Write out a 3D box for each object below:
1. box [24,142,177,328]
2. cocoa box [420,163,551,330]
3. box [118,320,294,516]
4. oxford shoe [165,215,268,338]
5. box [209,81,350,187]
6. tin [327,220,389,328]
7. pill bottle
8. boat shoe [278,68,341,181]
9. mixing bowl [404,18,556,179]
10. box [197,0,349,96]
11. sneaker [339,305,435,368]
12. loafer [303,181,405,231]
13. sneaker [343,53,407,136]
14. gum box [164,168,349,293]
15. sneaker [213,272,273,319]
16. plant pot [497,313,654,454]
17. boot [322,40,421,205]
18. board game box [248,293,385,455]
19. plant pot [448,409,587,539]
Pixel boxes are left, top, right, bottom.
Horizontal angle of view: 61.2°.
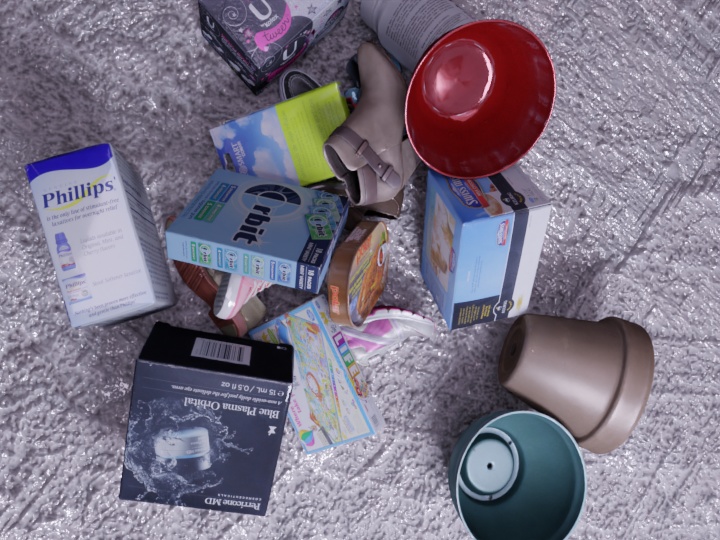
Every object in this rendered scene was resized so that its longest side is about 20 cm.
[{"bbox_3d":[-0.328,-0.037,0.796,0.103,0.184,0.204,-16,89,-10],"label":"box"},{"bbox_3d":[0.169,-0.038,0.873,0.128,0.134,0.203,-11,133,-11],"label":"cocoa box"},{"bbox_3d":[-0.199,0.197,0.809,0.192,0.118,0.204,10,106,-10],"label":"box"},{"bbox_3d":[-0.211,0.002,0.887,0.073,0.071,0.202,-33,91,-39],"label":"oxford shoe"},{"bbox_3d":[-0.104,-0.180,0.879,0.196,0.048,0.124,-16,104,12],"label":"box"},{"bbox_3d":[0.000,0.000,0.857,0.041,0.200,0.114,9,116,15],"label":"tin"},{"bbox_3d":[0.097,-0.358,0.911,0.113,0.114,0.200,-39,71,-11],"label":"pill bottle"},{"bbox_3d":[-0.056,-0.222,0.921,0.073,0.068,0.202,-29,92,-12],"label":"boat shoe"},{"bbox_3d":[0.143,-0.237,0.801,0.196,0.109,0.203,-5,125,-7],"label":"mixing bowl"},{"bbox_3d":[-0.122,-0.385,0.896,0.200,0.115,0.132,-45,95,-10],"label":"box"},{"bbox_3d":[0.015,0.100,0.913,0.195,0.081,0.090,-1,90,-5],"label":"sneaker"},{"bbox_3d":[-0.022,-0.095,0.916,0.196,0.073,0.073,-9,88,-11],"label":"loafer"},{"bbox_3d":[0.011,-0.235,0.918,0.094,0.079,0.204,7,67,-26],"label":"sneaker"},{"bbox_3d":[-0.128,-0.058,0.803,0.196,0.171,0.045,12,127,5],"label":"gum box"},{"bbox_3d":[-0.133,-0.003,0.852,0.103,0.075,0.202,27,41,-17],"label":"sneaker"},{"bbox_3d":[0.305,0.148,0.912,0.171,0.200,0.204,19,83,-1],"label":"plant pot"},{"bbox_3d":[0.006,-0.193,0.820,0.145,0.070,0.202,-34,99,-31],"label":"boot"},{"bbox_3d":[-0.065,0.152,0.870,0.133,0.034,0.203,-25,92,31],"label":"board game box"},{"bbox_3d":[0.212,0.301,0.905,0.196,0.134,0.205,1,86,-12],"label":"plant pot"}]
